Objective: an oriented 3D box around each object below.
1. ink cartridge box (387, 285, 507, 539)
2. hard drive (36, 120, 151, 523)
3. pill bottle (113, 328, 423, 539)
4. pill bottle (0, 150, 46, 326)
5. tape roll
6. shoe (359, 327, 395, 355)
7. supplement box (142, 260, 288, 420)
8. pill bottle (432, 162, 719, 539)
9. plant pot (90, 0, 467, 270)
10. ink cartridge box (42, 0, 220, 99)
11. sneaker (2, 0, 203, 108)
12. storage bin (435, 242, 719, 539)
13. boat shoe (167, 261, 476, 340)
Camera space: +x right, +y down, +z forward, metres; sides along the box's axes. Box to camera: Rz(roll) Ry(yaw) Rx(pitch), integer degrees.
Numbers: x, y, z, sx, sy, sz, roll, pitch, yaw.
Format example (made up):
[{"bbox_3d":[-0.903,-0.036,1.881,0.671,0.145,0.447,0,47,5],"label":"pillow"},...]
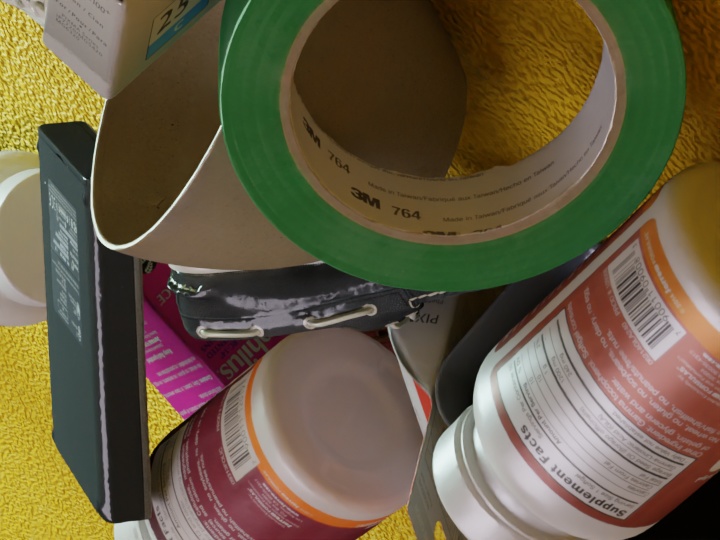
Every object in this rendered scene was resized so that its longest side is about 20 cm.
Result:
[{"bbox_3d":[0.042,0.089,1.460,0.057,0.201,0.163,5,141,21],"label":"ink cartridge box"},{"bbox_3d":[-0.153,0.028,1.576,0.140,0.033,0.201,-139,46,-65],"label":"hard drive"},{"bbox_3d":[-0.055,0.121,1.574,0.114,0.114,0.200,47,138,-3],"label":"pill bottle"},{"bbox_3d":[-0.248,-0.021,1.879,0.120,0.120,0.200,54,157,-20],"label":"pill bottle"},{"bbox_3d":[0.038,-0.085,1.183,0.048,0.200,0.201,-94,-20,-54],"label":"tape roll"},{"bbox_3d":[0.003,0.019,1.566,0.200,0.071,0.091,55,159,-13],"label":"shoe"},{"bbox_3d":[-0.076,0.036,1.697,0.200,0.101,0.103,49,156,-9],"label":"supplement box"},{"bbox_3d":[0.123,0.051,1.249,0.112,0.112,0.200,45,127,1],"label":"pill bottle"},{"bbox_3d":[-0.028,-0.082,1.334,0.134,0.201,0.200,21,166,-22],"label":"plant pot"},{"bbox_3d":[-0.045,-0.182,1.137,0.045,0.200,0.176,41,158,9],"label":"ink cartridge box"},{"bbox_3d":[-0.153,-0.147,1.471,0.200,0.081,0.075,49,125,36],"label":"sneaker"},{"bbox_3d":[0.143,0.108,1.402,0.200,0.146,0.134,37,166,22],"label":"storage bin"},{"bbox_3d":[0.000,0.000,1.403,0.199,0.076,0.061,-1,118,17],"label":"boat shoe"}]
